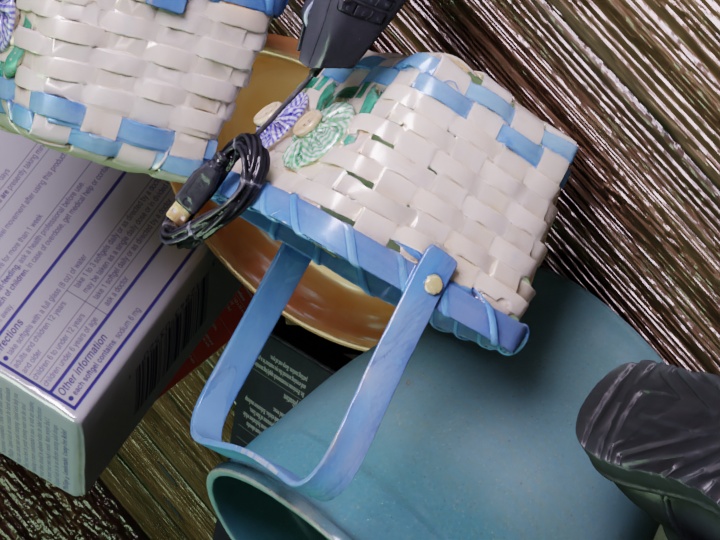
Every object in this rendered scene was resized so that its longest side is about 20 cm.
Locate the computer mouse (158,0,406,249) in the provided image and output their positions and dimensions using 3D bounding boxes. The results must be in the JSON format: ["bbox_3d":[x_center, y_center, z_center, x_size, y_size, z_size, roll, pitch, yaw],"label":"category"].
[{"bbox_3d":[-0.033,-0.089,1.261,0.034,0.200,0.059,28,-160,-27],"label":"computer mouse"}]

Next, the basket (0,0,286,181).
[{"bbox_3d":[-0.105,-0.150,1.344,0.138,0.201,0.176,18,-179,-20],"label":"basket"}]

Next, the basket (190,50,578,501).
[{"bbox_3d":[-0.004,0.001,1.318,0.139,0.201,0.176,25,175,-24],"label":"basket"}]

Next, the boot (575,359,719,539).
[{"bbox_3d":[0.201,0.122,1.257,0.200,0.077,0.168,16,155,48],"label":"boot"}]

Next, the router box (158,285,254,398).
[{"bbox_3d":[-0.122,-0.009,1.783,0.049,0.179,0.200,57,166,-28],"label":"router box"}]

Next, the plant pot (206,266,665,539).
[{"bbox_3d":[0.061,0.107,1.419,0.200,0.188,0.200,41,163,16],"label":"plant pot"}]

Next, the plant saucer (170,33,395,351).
[{"bbox_3d":[-0.015,-0.044,1.503,0.199,0.037,0.201,25,142,21],"label":"plant saucer"}]

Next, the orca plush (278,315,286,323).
[{"bbox_3d":[-0.012,0.110,2.052,0.105,0.071,0.201,-70,-38,-50],"label":"orca plush"}]

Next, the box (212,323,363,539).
[{"bbox_3d":[0.001,0.144,1.737,0.200,0.104,0.183,29,110,61],"label":"box"}]

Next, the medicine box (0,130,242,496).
[{"bbox_3d":[-0.187,-0.010,1.616,0.199,0.182,0.103,30,152,11],"label":"medicine box"}]

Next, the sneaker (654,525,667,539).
[{"bbox_3d":[0.117,0.183,1.625,0.089,0.075,0.201,47,135,37],"label":"sneaker"}]
